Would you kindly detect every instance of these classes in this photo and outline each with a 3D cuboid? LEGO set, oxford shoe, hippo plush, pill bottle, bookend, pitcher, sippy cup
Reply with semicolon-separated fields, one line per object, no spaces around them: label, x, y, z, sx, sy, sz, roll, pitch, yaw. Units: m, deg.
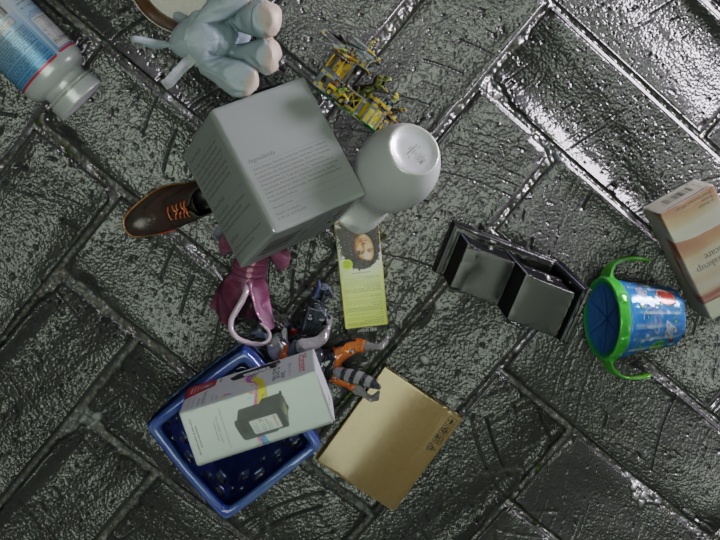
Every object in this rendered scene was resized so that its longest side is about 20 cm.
LEGO set;0.011;-0.287;1.656;0.154;0.200;0.116;38;95;11
oxford shoe;-0.282;-0.103;1.720;0.200;0.073;0.071;-24;102;1
hippo plush;-0.207;-0.325;1.609;0.200;0.161;0.159;-35;103;-3
pill bottle;-0.490;-0.326;1.645;0.109;0.109;0.200;-43;101;5
bookend;0.229;0.014;1.713;0.200;0.199;0.092;20;101;-7
pitcher;0.056;-0.154;1.653;0.121;0.200;0.172;44;62;-1
sippy cup;0.448;0.076;1.782;0.130;0.140;0.178;0;125;-14

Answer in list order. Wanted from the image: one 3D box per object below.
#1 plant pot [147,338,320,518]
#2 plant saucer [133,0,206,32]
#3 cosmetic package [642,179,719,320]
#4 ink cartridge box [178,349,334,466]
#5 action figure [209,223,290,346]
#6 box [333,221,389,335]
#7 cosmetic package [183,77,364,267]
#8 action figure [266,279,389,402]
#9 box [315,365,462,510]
plant pot;-0.194;0.234;1.738;0.200;0.180;0.200;-37;100;4
plant saucer;-0.257;-0.458;1.674;0.200;0.032;0.201;-1;102;-3
cosmetic package;0.554;-0.035;1.781;0.103;0.087;0.200;-30;102;1
ink cartridge box;-0.145;0.191;1.568;0.200;0.146;0.083;-18;98;-1
action figure;-0.180;-0.002;1.712;0.134;0.149;0.200;10;106;-2
box;0.000;0.000;1.771;0.075;0.050;0.200;-8;102;-2
cosmetic package;-0.131;-0.143;1.625;0.166;0.167;0.200;-25;85;-28
action figure;-0.055;0.122;1.728;0.193;0.105;0.200;9;127;1
box;0.048;0.281;1.843;0.163;0.021;0.200;35;97;-9
